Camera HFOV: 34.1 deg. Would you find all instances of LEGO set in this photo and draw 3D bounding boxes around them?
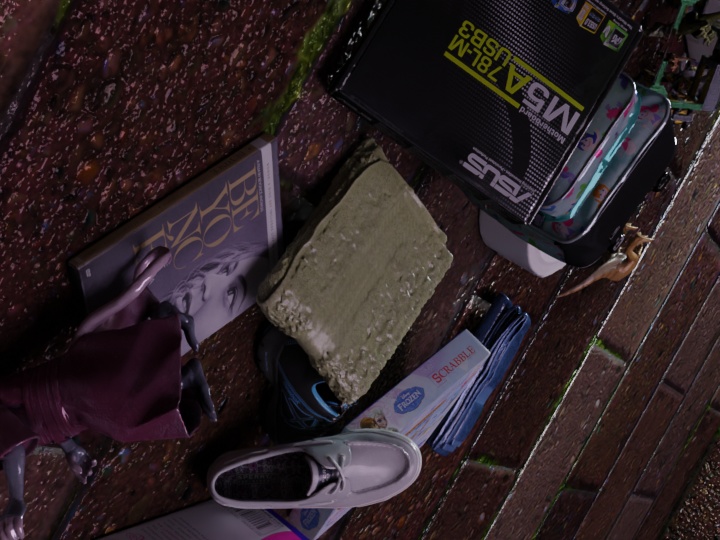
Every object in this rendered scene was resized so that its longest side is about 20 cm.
[{"bbox_3d":[0.375,-0.284,1.400,0.152,0.116,0.203,-6,122,-21],"label":"LEGO set"}]

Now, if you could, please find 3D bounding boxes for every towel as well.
[{"bbox_3d":[0.141,0.130,1.411,0.202,0.048,0.112,-60,164,-4],"label":"towel"},{"bbox_3d":[0.000,0.000,1.018,0.149,0.036,0.201,51,55,-27],"label":"towel"}]

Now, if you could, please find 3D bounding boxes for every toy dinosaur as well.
[{"bbox_3d":[0.357,-0.009,1.633,0.199,0.060,0.107,-10,126,-54],"label":"toy dinosaur"}]

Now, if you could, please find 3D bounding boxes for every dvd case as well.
[{"bbox_3d":[-0.132,0.001,0.908,0.199,0.016,0.150,-39,144,-34],"label":"dvd case"}]

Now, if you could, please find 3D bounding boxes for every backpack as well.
[{"bbox_3d":[0.169,-0.123,1.090,0.178,0.199,0.150,-53,147,-3],"label":"backpack"}]

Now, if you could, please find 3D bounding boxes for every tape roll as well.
[{"bbox_3d":[0.219,-0.098,1.322,0.202,0.070,0.204,-39,145,-34],"label":"tape roll"}]

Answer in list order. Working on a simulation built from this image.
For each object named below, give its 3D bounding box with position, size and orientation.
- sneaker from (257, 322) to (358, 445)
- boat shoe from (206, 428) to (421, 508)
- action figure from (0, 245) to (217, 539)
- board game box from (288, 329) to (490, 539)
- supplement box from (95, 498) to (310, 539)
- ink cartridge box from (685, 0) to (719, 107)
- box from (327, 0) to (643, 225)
[{"bbox_3d":[-0.044,0.125,1.094,0.073,0.081,0.201,-46,150,-26],"label":"sneaker"},{"bbox_3d":[-0.041,0.181,1.057,0.069,0.197,0.073,151,-60,-86],"label":"boat shoe"},{"bbox_3d":[-0.201,0.083,0.776,0.197,0.134,0.151,-15,97,-8],"label":"action figure"},{"bbox_3d":[0.029,0.174,1.232,0.199,0.041,0.200,-34,162,-39],"label":"board game box"},{"bbox_3d":[-0.149,0.284,1.051,0.199,0.101,0.105,-5,121,-55],"label":"supplement box"},{"bbox_3d":[0.507,-0.324,1.559,0.146,0.083,0.200,-55,150,-8],"label":"ink cartridge box"},{"bbox_3d":[0.104,-0.172,0.965,0.195,0.199,0.047,-57,-169,-6],"label":"box"}]
